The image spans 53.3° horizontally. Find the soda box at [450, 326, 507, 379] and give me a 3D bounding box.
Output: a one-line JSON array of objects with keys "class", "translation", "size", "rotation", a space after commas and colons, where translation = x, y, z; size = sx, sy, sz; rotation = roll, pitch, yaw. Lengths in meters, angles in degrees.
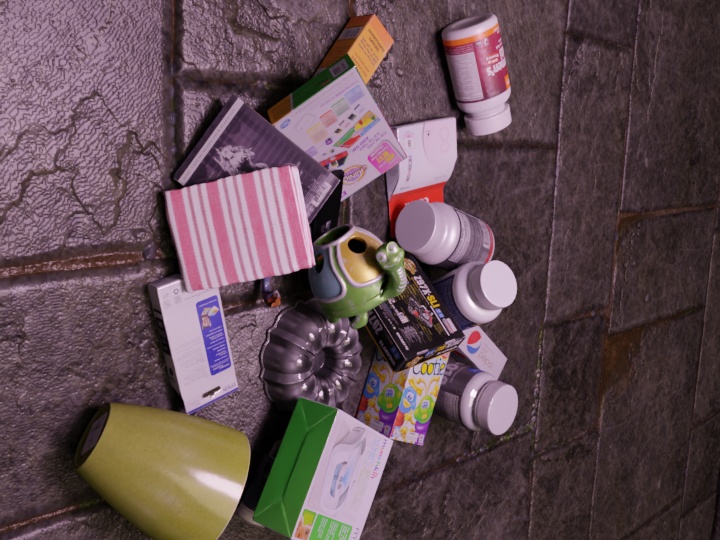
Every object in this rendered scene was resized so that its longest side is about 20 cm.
[{"class": "soda box", "translation": [0.232, 0.161, 1.517], "size": [0.200, 0.063, 0.069], "rotation": [45, 69, -38]}]

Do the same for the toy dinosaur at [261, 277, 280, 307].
[{"class": "toy dinosaur", "translation": [-0.124, -0.044, 1.121], "size": [0.198, 0.103, 0.186], "rotation": [-29, 127, -42]}]

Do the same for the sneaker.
[{"class": "sneaker", "translation": [-0.102, 0.374, 1.237], "size": [0.201, 0.076, 0.149], "rotation": [30, 81, -41]}]

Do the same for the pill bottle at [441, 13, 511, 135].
[{"class": "pill bottle", "translation": [0.227, -0.372, 1.372], "size": [0.109, 0.108, 0.204], "rotation": [-36, 121, -31]}]

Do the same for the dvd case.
[{"class": "dvd case", "translation": [-0.149, -0.132, 1.041], "size": [0.198, 0.016, 0.150], "rotation": [37, 85, -6]}]

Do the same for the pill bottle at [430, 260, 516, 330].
[{"class": "pill bottle", "translation": [0.197, 0.049, 1.328], "size": [0.108, 0.199, 0.114], "rotation": [8, 71, -25]}]

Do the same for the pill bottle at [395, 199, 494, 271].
[{"class": "pill bottle", "translation": [0.160, -0.062, 1.359], "size": [0.198, 0.114, 0.119], "rotation": [16, 88, -47]}]

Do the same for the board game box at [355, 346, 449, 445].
[{"class": "board game box", "translation": [0.082, 0.210, 1.358], "size": [0.102, 0.104, 0.205], "rotation": [22, 83, -42]}]

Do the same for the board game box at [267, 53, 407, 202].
[{"class": "board game box", "translation": [-0.032, -0.211, 1.122], "size": [0.151, 0.041, 0.201], "rotation": [-32, 136, 6]}]

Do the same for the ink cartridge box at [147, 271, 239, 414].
[{"class": "ink cartridge box", "translation": [-0.247, 0.102, 1.073], "size": [0.098, 0.039, 0.206], "rotation": [-22, 111, -38]}]

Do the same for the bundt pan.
[{"class": "bundt pan", "translation": [-0.072, 0.153, 1.222], "size": [0.199, 0.075, 0.208], "rotation": [-10, 104, -41]}]

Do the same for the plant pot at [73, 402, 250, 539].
[{"class": "plant pot", "translation": [-0.286, 0.270, 0.996], "size": [0.198, 0.186, 0.190], "rotation": [34, 75, -26]}]

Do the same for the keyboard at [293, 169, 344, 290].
[{"class": "keyboard", "translation": [-0.077, -0.066, 1.168], "size": [0.104, 0.039, 0.204], "rotation": [-38, 146, -47]}]

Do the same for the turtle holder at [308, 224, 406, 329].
[{"class": "turtle holder", "translation": [-0.010, 0.005, 1.122], "size": [0.139, 0.185, 0.134], "rotation": [-30, 108, -9]}]

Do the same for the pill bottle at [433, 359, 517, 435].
[{"class": "pill bottle", "translation": [0.204, 0.245, 1.413], "size": [0.112, 0.197, 0.117], "rotation": [-10, 106, -40]}]

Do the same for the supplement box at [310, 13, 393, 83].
[{"class": "supplement box", "translation": [-0.028, -0.320, 1.173], "size": [0.066, 0.068, 0.203], "rotation": [42, 73, -38]}]

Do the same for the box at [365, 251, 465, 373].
[{"class": "box", "translation": [0.073, 0.068, 1.271], "size": [0.157, 0.202, 0.050], "rotation": [-13, 151, -41]}]

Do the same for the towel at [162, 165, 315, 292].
[{"class": "towel", "translation": [-0.171, -0.059, 1.017], "size": [0.194, 0.030, 0.151], "rotation": [-11, 96, 1]}]

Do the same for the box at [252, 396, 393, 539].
[{"class": "box", "translation": [-0.057, 0.335, 1.160], "size": [0.176, 0.095, 0.204], "rotation": [40, 66, -45]}]

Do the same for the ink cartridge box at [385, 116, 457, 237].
[{"class": "ink cartridge box", "translation": [0.118, -0.177, 1.352], "size": [0.160, 0.056, 0.206], "rotation": [-18, 106, -39]}]
